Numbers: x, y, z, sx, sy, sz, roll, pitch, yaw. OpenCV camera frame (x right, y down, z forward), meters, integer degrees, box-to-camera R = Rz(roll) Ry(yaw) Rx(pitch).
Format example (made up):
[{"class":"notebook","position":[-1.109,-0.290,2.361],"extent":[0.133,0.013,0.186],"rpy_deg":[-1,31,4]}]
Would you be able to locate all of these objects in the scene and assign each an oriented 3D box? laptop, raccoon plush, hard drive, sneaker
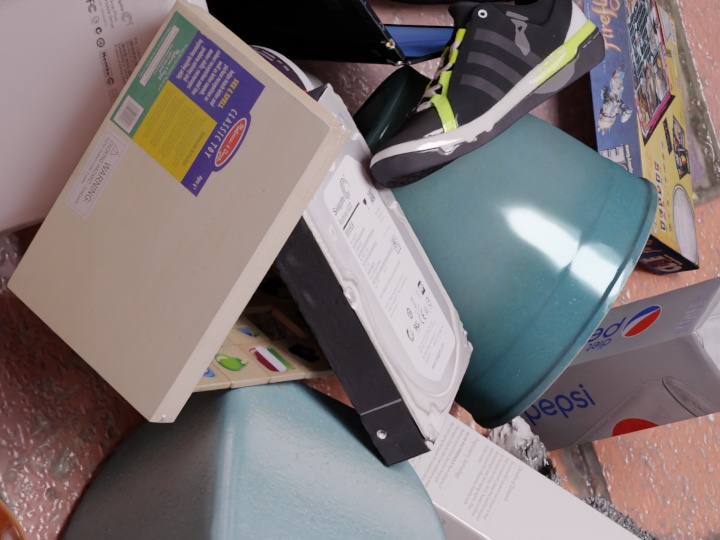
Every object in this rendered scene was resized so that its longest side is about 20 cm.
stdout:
[{"class":"laptop","position":[-0.022,-0.190,1.615],"extent":[0.104,0.177,0.200],"rpy_deg":[-56,129,-24]},{"class":"raccoon plush","position":[0.184,0.180,1.760],"extent":[0.134,0.096,0.201],"rpy_deg":[-15,87,-50]},{"class":"hard drive","position":[-0.175,-0.102,1.466],"extent":[0.027,0.199,0.133],"rpy_deg":[-3,78,-68]},{"class":"sneaker","position":[0.067,-0.124,1.561],"extent":[0.200,0.072,0.083],"rpy_deg":[-35,94,-33]},{"class":"hard drive","position":[0.000,0.000,1.510],"extent":[0.201,0.038,0.140],"rpy_deg":[61,24,-15]}]

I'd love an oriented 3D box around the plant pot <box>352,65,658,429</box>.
[{"class":"plant pot","position":[0.064,-0.029,1.659],"extent":[0.187,0.200,0.201],"rpy_deg":[34,56,-11]}]

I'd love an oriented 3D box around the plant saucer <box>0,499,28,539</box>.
[{"class":"plant saucer","position":[-0.273,0.133,1.338],"extent":[0.199,0.200,0.032],"rpy_deg":[15,108,-37]}]

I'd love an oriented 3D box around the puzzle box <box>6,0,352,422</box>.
[{"class":"puzzle box","position":[-0.104,-0.033,1.399],"extent":[0.133,0.201,0.025],"rpy_deg":[41,16,27]}]

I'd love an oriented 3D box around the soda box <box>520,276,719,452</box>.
[{"class":"soda box","position":[0.187,0.067,1.717],"extent":[0.068,0.199,0.064],"rpy_deg":[52,50,-17]}]

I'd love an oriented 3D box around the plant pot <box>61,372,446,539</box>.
[{"class":"plant pot","position":[-0.067,0.173,1.486],"extent":[0.195,0.196,0.201],"rpy_deg":[27,45,-32]}]

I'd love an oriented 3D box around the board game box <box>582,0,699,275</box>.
[{"class":"board game box","position":[0.210,-0.109,1.862],"extent":[0.135,0.034,0.202],"rpy_deg":[26,57,-64]}]

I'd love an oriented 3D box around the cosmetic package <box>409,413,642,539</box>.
[{"class":"cosmetic package","position":[0.086,0.187,1.604],"extent":[0.199,0.108,0.085],"rpy_deg":[33,41,-2]}]

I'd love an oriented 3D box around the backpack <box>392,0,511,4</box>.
[{"class":"backpack","position":[0.075,-0.254,1.760],"extent":[0.199,0.163,0.155],"rpy_deg":[-24,85,-35]}]

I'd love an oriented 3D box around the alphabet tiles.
[{"class":"alphabet tiles","position":[-0.108,0.007,1.515],"extent":[0.200,0.008,0.167],"rpy_deg":[41,27,30]}]

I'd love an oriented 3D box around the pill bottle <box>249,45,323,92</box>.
[{"class":"pill bottle","position":[-0.097,-0.082,1.562],"extent":[0.200,0.112,0.113],"rpy_deg":[-15,87,-57]}]
